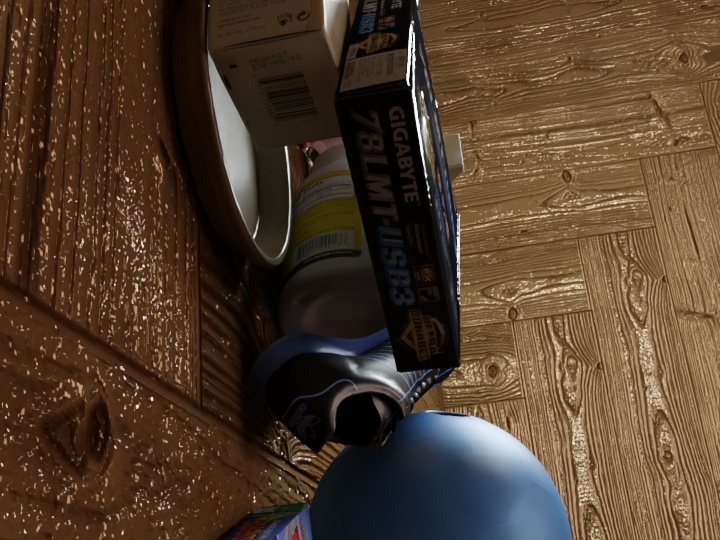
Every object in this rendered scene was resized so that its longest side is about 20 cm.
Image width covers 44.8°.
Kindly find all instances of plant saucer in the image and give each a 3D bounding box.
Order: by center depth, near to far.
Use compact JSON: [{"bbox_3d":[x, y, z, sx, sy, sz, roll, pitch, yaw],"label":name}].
[{"bbox_3d":[-0.084,-0.100,0.592,0.200,0.029,0.201,-8,90,-83],"label":"plant saucer"}]

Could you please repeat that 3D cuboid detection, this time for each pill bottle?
[{"bbox_3d":[-0.010,-0.023,0.751,0.200,0.111,0.112,-88,167,-50],"label":"pill bottle"}]

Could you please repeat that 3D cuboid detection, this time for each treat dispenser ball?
[{"bbox_3d":[0.057,0.207,0.655,0.201,0.200,0.202,-8,90,-82],"label":"treat dispenser ball"}]

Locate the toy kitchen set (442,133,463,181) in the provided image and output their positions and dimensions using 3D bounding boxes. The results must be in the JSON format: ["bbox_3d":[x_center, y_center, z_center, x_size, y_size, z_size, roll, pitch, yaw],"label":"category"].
[{"bbox_3d":[0.080,-0.110,1.324,0.201,0.162,0.181,-90,169,-45],"label":"toy kitchen set"}]

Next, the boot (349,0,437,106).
[{"bbox_3d":[0.040,-0.220,0.889,0.144,0.071,0.202,41,69,-43],"label":"boot"}]

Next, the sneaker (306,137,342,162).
[{"bbox_3d":[0.025,-0.102,0.968,0.075,0.076,0.200,50,10,33],"label":"sneaker"}]

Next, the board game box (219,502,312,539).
[{"bbox_3d":[-0.045,0.243,0.479,0.135,0.034,0.201,21,61,-81],"label":"board game box"}]

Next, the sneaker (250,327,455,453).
[{"bbox_3d":[0.014,0.087,0.630,0.199,0.070,0.078,-2,43,-46],"label":"sneaker"}]

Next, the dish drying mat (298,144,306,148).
[{"bbox_3d":[-0.049,-0.187,0.797,0.200,0.018,0.077,103,-12,-72],"label":"dish drying mat"}]

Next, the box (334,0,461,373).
[{"bbox_3d":[0.033,-0.069,0.599,0.199,0.049,0.201,-79,159,-57],"label":"box"}]

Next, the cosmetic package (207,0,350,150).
[{"bbox_3d":[-0.050,-0.193,0.578,0.104,0.073,0.201,67,17,-61],"label":"cosmetic package"}]
